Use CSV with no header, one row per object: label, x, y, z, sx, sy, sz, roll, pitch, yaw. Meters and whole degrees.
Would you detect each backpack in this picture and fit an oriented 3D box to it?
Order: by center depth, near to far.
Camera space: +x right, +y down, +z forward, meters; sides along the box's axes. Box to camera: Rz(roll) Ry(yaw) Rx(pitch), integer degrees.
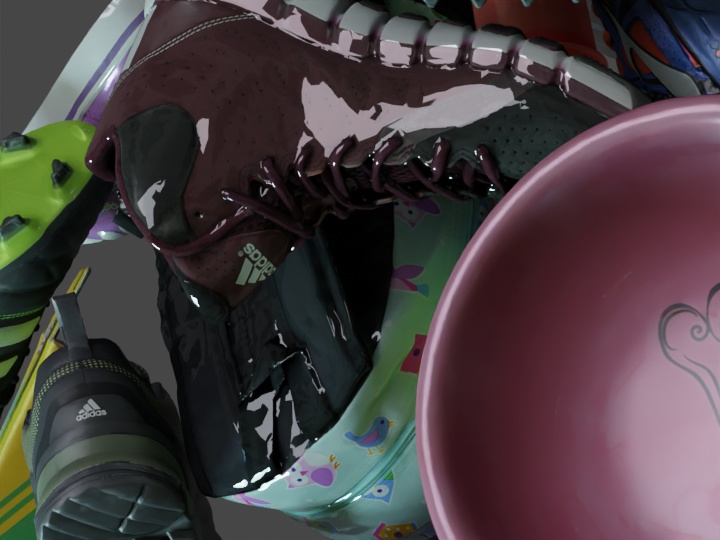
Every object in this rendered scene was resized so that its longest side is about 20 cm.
backpack,0.000,0.000,1.010,0.167,0.126,0.201,-46,38,38

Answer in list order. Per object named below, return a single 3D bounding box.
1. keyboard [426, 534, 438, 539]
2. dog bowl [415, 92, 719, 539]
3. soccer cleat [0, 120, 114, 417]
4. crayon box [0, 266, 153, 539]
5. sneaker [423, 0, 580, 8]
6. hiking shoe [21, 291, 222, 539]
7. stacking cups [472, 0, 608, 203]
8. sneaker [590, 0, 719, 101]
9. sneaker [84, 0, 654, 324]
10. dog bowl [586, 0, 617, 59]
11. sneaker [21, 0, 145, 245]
keyboard,-0.015,0.133,0.981,0.200,0.104,0.040,-31,18,38
dog bowl,0.104,0.040,0.774,0.199,0.074,0.201,-7,75,28
soccer cleat,-0.163,0.027,1.132,0.200,0.081,0.067,-51,48,-5
crayon box,-0.135,0.098,1.154,0.127,0.051,0.201,-174,108,-83
sneaker,0.003,-0.139,0.876,0.199,0.066,0.091,14,117,23
hiking shoe,-0.084,0.085,1.043,0.200,0.075,0.101,91,170,-63
stacking cups,0.075,-0.013,0.951,0.060,0.060,0.201,-30,54,40
sneaker,0.108,-0.067,0.913,0.200,0.075,0.079,52,126,30
sneaker,0.000,-0.024,0.893,0.199,0.076,0.116,19,69,25
dog bowl,0.118,-0.179,1.028,0.200,0.059,0.201,-31,46,39
sneaker,-0.091,-0.031,1.186,0.073,0.114,0.201,-51,2,-36
